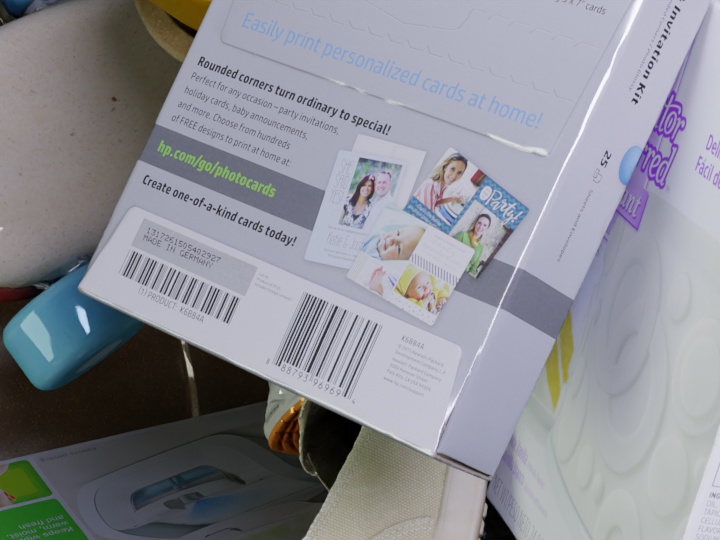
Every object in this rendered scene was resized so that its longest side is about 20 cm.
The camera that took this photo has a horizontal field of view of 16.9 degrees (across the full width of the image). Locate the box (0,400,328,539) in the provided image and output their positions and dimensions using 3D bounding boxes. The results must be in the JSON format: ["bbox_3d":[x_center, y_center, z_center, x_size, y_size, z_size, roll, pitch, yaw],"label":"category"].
[{"bbox_3d":[-0.076,0.156,1.124,0.176,0.200,0.097,41,135,52],"label":"box"}]

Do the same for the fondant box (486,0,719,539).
[{"bbox_3d":[0.112,0.017,0.767,0.144,0.058,0.200,-127,51,-64],"label":"fondant box"}]

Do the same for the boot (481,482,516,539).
[{"bbox_3d":[0.041,0.137,0.935,0.200,0.070,0.132,65,146,29],"label":"boot"}]

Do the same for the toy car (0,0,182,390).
[{"bbox_3d":[-0.152,-0.038,1.141,0.184,0.177,0.200,54,156,5],"label":"toy car"}]

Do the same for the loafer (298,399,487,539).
[{"bbox_3d":[0.015,0.045,0.862,0.076,0.068,0.200,113,170,-51],"label":"loafer"}]

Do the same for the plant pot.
[{"bbox_3d":[-0.167,0.060,1.267,0.200,0.198,0.200,33,129,54],"label":"plant pot"}]

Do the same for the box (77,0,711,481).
[{"bbox_3d":[0.014,-0.055,0.769,0.156,0.041,0.200,22,87,35],"label":"box"}]

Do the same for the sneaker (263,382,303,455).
[{"bbox_3d":[0.000,0.000,1.059,0.200,0.076,0.092,126,140,-49],"label":"sneaker"}]

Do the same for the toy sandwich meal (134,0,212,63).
[{"bbox_3d":[-0.011,-0.158,0.893,0.070,0.205,0.205,47,-178,-46],"label":"toy sandwich meal"}]
